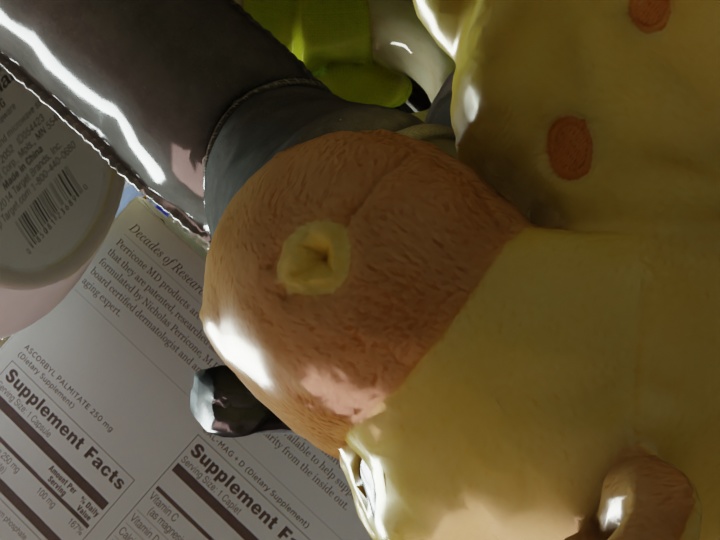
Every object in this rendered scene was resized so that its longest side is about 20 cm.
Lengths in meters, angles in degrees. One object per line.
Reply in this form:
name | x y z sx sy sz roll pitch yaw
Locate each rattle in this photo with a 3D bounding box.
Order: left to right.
rattle | 0.000 0.000 0.829 0.130 0.143 0.200 -10 -139 -37

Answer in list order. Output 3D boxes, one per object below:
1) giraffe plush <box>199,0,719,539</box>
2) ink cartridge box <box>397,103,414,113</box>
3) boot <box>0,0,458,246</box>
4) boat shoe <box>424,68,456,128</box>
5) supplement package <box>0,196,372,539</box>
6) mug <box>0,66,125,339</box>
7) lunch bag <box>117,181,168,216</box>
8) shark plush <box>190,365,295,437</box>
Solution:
giraffe plush | 0.042 -0.013 0.477 0.200 0.163 0.173 26 174 27
ink cartridge box | 0.014 -0.002 1.107 0.146 0.083 0.200 55 -173 22
boot | -0.059 -0.062 0.649 0.200 0.073 0.182 50 171 6
boat shoe | 0.114 -0.016 0.686 0.199 0.068 0.074 17 131 3
supplement package | -0.012 0.098 0.840 0.200 0.111 0.156 42 179 26
mug | -0.149 -0.055 0.795 0.153 0.187 0.149 2 175 39
lunch bag | -0.154 -0.088 1.108 0.170 0.124 0.200 27 -164 8
shark plush | 0.063 0.031 0.593 0.091 0.199 0.083 65 149 14
